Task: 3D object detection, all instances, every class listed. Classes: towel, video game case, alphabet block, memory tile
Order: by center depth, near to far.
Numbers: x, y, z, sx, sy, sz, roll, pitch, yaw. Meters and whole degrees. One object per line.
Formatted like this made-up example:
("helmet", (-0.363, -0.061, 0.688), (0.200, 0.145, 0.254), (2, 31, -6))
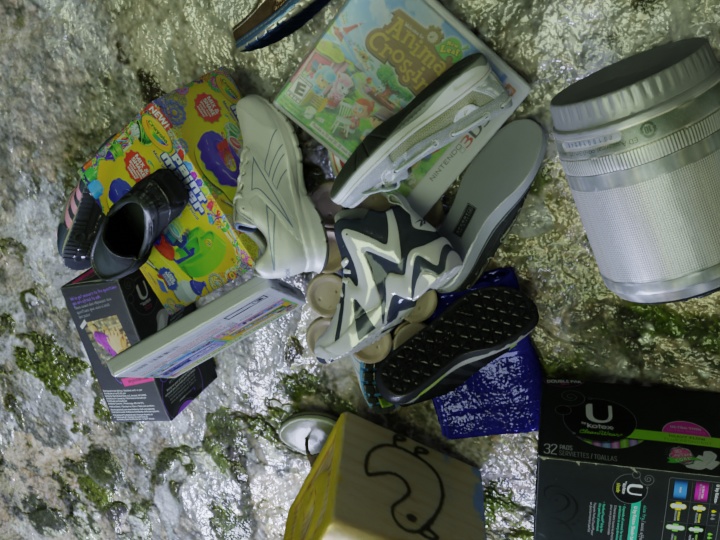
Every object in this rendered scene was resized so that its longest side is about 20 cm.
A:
("video game case", (0.041, -0.177, 0.886), (0.199, 0.022, 0.183), (37, 108, -12))
("memory tile", (0.013, 0.004, 0.969), (0.150, 0.017, 0.205), (2, 104, -1))
("towel", (0.131, 0.102, 1.015), (0.145, 0.050, 0.204), (-9, 109, 29))
("video game case", (-0.169, 0.068, 1.015), (0.197, 0.182, 0.022), (-30, 79, 4))
("alphabet block", (0.022, 0.329, 1.055), (0.197, 0.196, 0.199), (23, 117, -10))

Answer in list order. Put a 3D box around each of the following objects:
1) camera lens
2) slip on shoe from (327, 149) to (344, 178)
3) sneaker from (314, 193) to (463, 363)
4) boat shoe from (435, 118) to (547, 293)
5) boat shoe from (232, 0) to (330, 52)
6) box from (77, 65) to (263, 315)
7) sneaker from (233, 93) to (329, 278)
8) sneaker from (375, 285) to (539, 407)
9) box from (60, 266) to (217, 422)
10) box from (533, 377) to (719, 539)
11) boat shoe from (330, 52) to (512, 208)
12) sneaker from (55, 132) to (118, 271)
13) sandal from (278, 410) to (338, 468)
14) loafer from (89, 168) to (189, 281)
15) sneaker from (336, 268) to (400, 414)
("camera lens", (0.271, -0.084, 0.793), (0.158, 0.160, 0.203), (-16, 107, 30))
("slip on shoe", (0.004, -0.183, 0.930), (0.060, 0.074, 0.204), (15, 115, 14))
("sneaker", (0.000, 0.000, 0.926), (0.199, 0.079, 0.131), (-42, 75, 34))
("boat shoe", (0.135, -0.065, 0.924), (0.069, 0.056, 0.202), (43, 109, 35))
("boat shoe", (-0.063, -0.304, 0.908), (0.198, 0.072, 0.073), (-32, 94, 23))
("box", (-0.188, -0.087, 1.010), (0.191, 0.122, 0.202), (-26, 100, 44))
("sneaker", (-0.097, -0.087, 0.908), (0.075, 0.085, 0.204), (126, 126, -71))
("sneaker", (0.102, 0.086, 0.959), (0.197, 0.083, 0.073), (-28, 63, 1))
("box", (-0.288, 0.083, 1.161), (0.104, 0.122, 0.204), (-5, 111, 28))
("box", (0.284, 0.210, 0.919), (0.195, 0.149, 0.127), (3, 116, 12))
("boat shoe", (0.055, -0.124, 0.858), (0.201, 0.075, 0.065), (-40, 107, 8))
("sneaker", (-0.347, -0.103, 1.138), (0.202, 0.069, 0.082), (-57, 47, 20))
("sandal", (-0.022, 0.256, 1.155), (0.199, 0.057, 0.080), (34, 125, 6))
("loafer", (-0.255, -0.041, 0.956), (0.068, 0.070, 0.200), (51, 135, -2))
("sneaker", (0.008, 0.070, 1.046), (0.086, 0.074, 0.204), (12, 115, 60))
